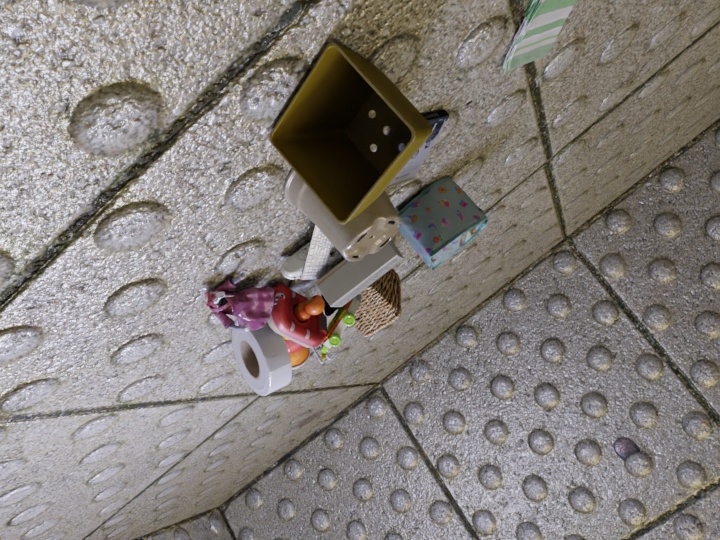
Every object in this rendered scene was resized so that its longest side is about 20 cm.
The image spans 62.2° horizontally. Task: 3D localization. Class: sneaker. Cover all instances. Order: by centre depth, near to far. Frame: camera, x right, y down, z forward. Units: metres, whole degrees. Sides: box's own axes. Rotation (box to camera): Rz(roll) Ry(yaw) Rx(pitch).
[{"bbox_3d":[-0.104,-0.051,1.406,0.199,0.075,0.082,-31,147,-18],"label":"sneaker"}]

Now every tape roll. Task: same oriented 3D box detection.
[{"bbox_3d":[-0.260,0.221,1.562,0.070,0.204,0.203,-20,156,-34],"label":"tape roll"}]

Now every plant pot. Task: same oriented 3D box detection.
[{"bbox_3d":[0.007,-0.229,0.998,0.200,0.201,0.176,-47,168,32],"label":"plant pot"},{"bbox_3d":[-0.023,-0.128,1.173,0.199,0.185,0.201,-30,160,-12],"label":"plant pot"}]

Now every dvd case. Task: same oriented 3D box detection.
[{"bbox_3d":[0.098,-0.259,1.308,0.149,0.025,0.201,-22,157,-33],"label":"dvd case"}]

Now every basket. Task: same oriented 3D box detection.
[{"bbox_3d":[0.042,0.074,1.724,0.200,0.149,0.143,-40,-171,50],"label":"basket"}]

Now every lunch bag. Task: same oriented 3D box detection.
[{"bbox_3d":[0.214,-0.131,1.572,0.199,0.171,0.122,-37,158,-6],"label":"lunch bag"}]

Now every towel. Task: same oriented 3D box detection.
[{"bbox_3d":[0.375,-0.500,1.209,0.151,0.024,0.201,-28,159,-23],"label":"towel"}]

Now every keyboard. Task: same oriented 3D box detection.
[{"bbox_3d":[-0.088,-0.066,1.351,0.056,0.011,0.202,-6,125,-37],"label":"keyboard"}]

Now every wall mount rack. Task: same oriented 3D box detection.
[{"bbox_3d":[-0.122,0.170,1.708,0.073,0.177,0.200,5,178,9],"label":"wall mount rack"}]

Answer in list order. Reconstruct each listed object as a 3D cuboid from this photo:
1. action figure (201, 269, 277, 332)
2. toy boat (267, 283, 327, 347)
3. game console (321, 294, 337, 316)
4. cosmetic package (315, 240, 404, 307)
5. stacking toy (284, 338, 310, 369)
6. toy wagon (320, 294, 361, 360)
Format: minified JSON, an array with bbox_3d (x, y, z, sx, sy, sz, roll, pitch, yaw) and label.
[{"bbox_3d":[-0.290,0.068,1.368,0.147,0.136,0.199,4,171,38],"label":"action figure"},{"bbox_3d":[-0.144,0.102,1.509,0.130,0.132,0.199,-32,135,31],"label":"toy boat"},{"bbox_3d":[-0.012,0.023,1.642,0.200,0.117,0.175,-42,159,21],"label":"game console"},{"bbox_3d":[0.000,0.000,1.413,0.199,0.073,0.103,-38,169,8],"label":"cosmetic package"},{"bbox_3d":[-0.208,0.170,1.701,0.145,0.146,0.202,-21,137,-35],"label":"stacking toy"},{"bbox_3d":[-0.060,0.151,1.597,0.201,0.039,0.155,-56,-174,13],"label":"toy wagon"}]
